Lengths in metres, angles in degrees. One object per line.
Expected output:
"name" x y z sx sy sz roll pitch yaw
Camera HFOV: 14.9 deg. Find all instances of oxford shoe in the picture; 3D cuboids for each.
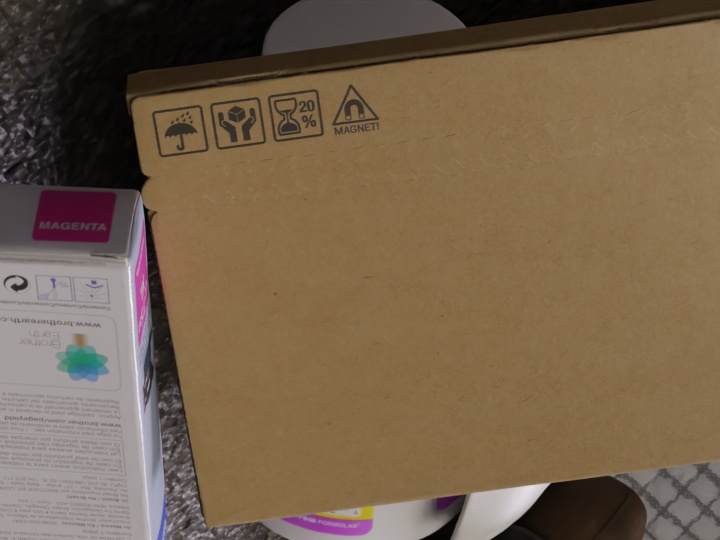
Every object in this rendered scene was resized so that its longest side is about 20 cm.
"oxford shoe" 0.051 0.112 1.091 0.084 0.200 0.073 -41 106 -25

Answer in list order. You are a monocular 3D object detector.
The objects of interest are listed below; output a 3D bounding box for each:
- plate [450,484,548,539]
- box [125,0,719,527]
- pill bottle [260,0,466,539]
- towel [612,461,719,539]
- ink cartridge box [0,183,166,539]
"plate" 0.098 -0.016 1.017 0.200 0.032 0.201 -56 165 -56
"box" 0.034 0.000 0.897 0.198 0.021 0.164 -8 117 1
"pill bottle" 0.000 0.000 0.978 0.104 0.104 0.201 -22 139 -24
"towel" 0.186 0.081 1.139 0.166 0.200 0.086 -49 164 -7
"ink cartridge box" -0.127 0.053 0.924 0.118 0.042 0.201 3 133 3
